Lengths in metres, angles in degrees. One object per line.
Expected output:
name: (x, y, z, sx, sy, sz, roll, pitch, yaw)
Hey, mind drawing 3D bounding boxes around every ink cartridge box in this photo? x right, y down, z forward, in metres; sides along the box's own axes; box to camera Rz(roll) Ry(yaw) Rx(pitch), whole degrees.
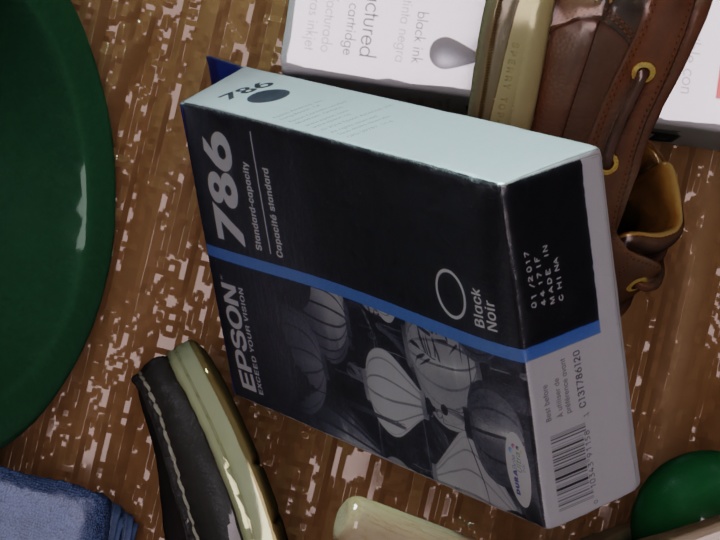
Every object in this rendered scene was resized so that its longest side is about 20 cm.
ink cartridge box: (0.000, 0.000, 0.744, 0.039, 0.200, 0.100, -20, 111, -29)
ink cartridge box: (0.081, -0.103, 0.813, 0.198, 0.068, 0.117, 8, 89, 2)

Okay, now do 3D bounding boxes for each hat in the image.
hat: (-0.198, -0.040, 0.821, 0.175, 0.165, 0.202, 1, 109, 33)

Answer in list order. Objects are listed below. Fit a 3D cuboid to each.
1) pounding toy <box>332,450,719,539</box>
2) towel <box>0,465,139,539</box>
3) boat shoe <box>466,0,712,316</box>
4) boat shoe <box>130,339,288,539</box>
pounding toy: (0.109, 0.132, 0.769, 0.183, 0.142, 0.201, -19, 88, 1)
towel: (-0.147, 0.156, 0.824, 0.111, 0.049, 0.202, 15, 90, 3)
boat shoe: (0.062, -0.011, 0.765, 0.067, 0.072, 0.201, 9, 130, 4)
boat shoe: (-0.045, 0.124, 0.809, 0.064, 0.073, 0.201, -16, 88, -4)
